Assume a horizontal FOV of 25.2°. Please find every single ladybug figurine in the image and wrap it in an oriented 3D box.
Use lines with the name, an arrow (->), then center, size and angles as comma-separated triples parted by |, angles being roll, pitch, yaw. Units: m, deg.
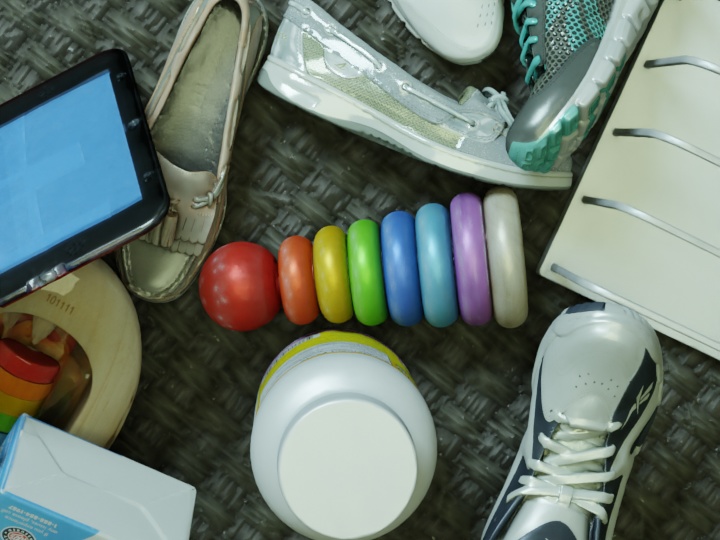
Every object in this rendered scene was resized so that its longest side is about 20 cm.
ladybug figurine -> -0.205, 0.062, 0.952 | 0.135, 0.072, 0.201 | 30, 112, -16

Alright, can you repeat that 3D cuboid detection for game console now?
game console -> -0.218, -0.072, 0.882 | 0.172, 0.200, 0.119 | 26, 113, -30

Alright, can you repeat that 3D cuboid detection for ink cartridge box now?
ink cartridge box -> -0.194, 0.189, 0.947 | 0.114, 0.068, 0.200 | 27, 123, -18

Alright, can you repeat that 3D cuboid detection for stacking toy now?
stacking toy -> 0.000, 0.000, 0.978 | 0.198, 0.085, 0.086 | -5, 94, 5

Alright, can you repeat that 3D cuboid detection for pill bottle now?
pill bottle -> -0.011, 0.094, 0.916 | 0.103, 0.200, 0.105 | 0, 95, -2

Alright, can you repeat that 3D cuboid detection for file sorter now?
file sorter -> 0.217, -0.057, 0.954 | 0.138, 0.125, 0.201 | 25, 92, -5

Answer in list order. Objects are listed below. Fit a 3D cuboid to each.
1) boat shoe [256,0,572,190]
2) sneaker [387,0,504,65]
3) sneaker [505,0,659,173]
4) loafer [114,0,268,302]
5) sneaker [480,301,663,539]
boat shoe -> 0.039, -0.101, 0.970 | 0.200, 0.074, 0.065 | 22, 97, 3
sneaker -> 0.039, -0.220, 0.953 | 0.074, 0.087, 0.202 | -18, 96, -3
sneaker -> 0.119, -0.145, 0.952 | 0.091, 0.078, 0.201 | 27, 61, 7
loafer -> -0.107, -0.077, 0.968 | 0.071, 0.063, 0.202 | 17, 93, -3
sneaker -> 0.119, 0.124, 0.916 | 0.079, 0.130, 0.200 | 18, 133, -2
